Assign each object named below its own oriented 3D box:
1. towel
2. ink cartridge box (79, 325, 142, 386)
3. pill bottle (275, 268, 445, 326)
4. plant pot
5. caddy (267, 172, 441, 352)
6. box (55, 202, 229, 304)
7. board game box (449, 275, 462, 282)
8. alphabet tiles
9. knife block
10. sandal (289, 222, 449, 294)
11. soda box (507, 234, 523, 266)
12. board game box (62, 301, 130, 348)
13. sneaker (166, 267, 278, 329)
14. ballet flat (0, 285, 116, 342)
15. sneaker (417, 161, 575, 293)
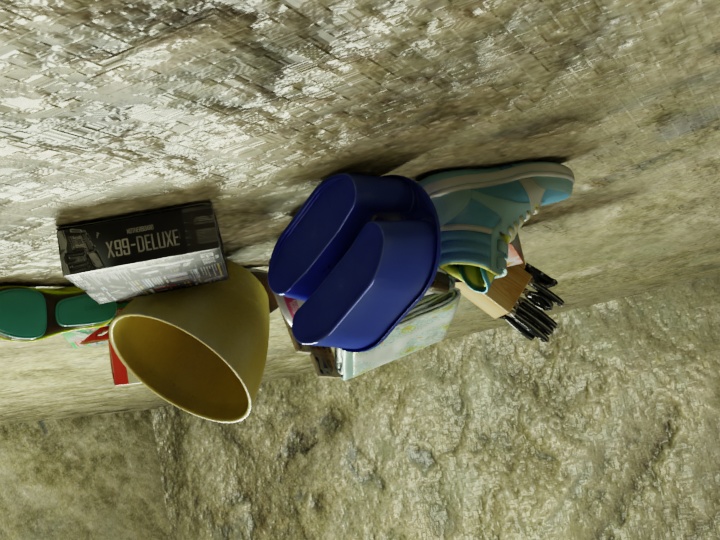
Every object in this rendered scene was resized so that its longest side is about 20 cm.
[{"bbox_3d":[0.048,0.083,1.363,0.169,0.049,0.201,-18,160,-11],"label":"towel"},{"bbox_3d":[-0.278,0.110,1.386,0.196,0.068,0.116,-6,-172,1],"label":"ink cartridge box"},{"bbox_3d":[0.000,0.000,1.224,0.197,0.115,0.113,-15,170,17],"label":"pill bottle"},{"bbox_3d":[-0.191,0.070,1.233,0.199,0.200,0.143,-21,-149,48],"label":"plant pot"},{"bbox_3d":[-0.002,-0.007,1.006,0.104,0.142,0.200,4,136,-45],"label":"caddy"},{"bbox_3d":[-0.224,-0.014,1.059,0.155,0.051,0.200,-11,171,-6],"label":"box"},{"bbox_3d":[0.059,-0.003,1.365,0.104,0.024,0.198,23,163,-38],"label":"board game box"},{"bbox_3d":[-0.080,0.072,1.399,0.007,0.169,0.200,-23,169,9],"label":"alphabet tiles"},{"bbox_3d":[0.197,0.032,1.468,0.197,0.179,0.064,-8,170,-15],"label":"knife block"},{"bbox_3d":[0.013,-0.027,1.100,0.198,0.055,0.081,20,-177,26],"label":"sandal"},{"bbox_3d":[0.174,-0.045,1.329,0.067,0.065,0.200,-13,170,12],"label":"soda box"},{"bbox_3d":[-0.388,0.084,1.528,0.132,0.030,0.200,-9,171,-12],"label":"board game box"},{"bbox_3d":[-0.200,0.031,1.372,0.198,0.074,0.084,-6,-167,-37],"label":"sneaker"},{"bbox_3d":[-0.395,0.052,1.222,0.066,0.068,0.198,-1,-179,39],"label":"ballet flat"},{"bbox_3d":[0.157,-0.045,1.088,0.197,0.133,0.079,-8,169,-19],"label":"sneaker"}]
